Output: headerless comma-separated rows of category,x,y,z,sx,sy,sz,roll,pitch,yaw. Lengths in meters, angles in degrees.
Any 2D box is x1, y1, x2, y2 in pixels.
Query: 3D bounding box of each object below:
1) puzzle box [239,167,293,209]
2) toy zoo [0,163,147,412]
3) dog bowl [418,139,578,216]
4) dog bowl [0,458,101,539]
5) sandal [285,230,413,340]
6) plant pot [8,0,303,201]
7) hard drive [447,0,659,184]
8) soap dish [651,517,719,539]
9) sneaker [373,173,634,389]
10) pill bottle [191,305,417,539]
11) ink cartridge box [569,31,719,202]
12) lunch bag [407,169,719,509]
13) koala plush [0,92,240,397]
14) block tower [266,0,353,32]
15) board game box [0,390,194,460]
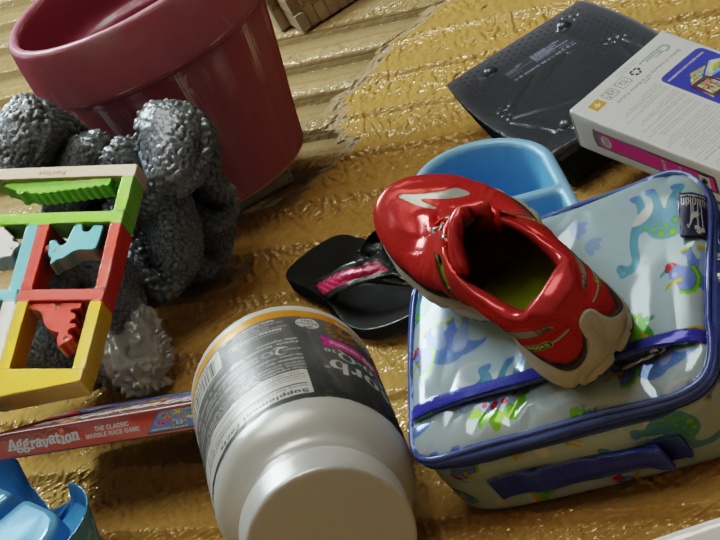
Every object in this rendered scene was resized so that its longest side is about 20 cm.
puzzle box,-0.130,-0.084,1.986,0.133,0.025,0.200,-29,24,1
toy zoo,-0.224,0.019,1.644,0.131,0.020,0.201,-2,58,21
dog bowl,0.091,-0.022,1.549,0.111,0.050,0.200,-15,30,-2
dog bowl,-0.230,0.179,1.556,0.111,0.050,0.200,-40,26,-23
sandal,0.000,0.000,1.654,0.075,0.045,0.200,-36,25,-18
plant pot,-0.138,-0.145,1.864,0.199,0.179,0.200,-23,25,11
hard drive,0.151,-0.125,1.735,0.135,0.042,0.200,-33,25,-6
soap dish,0.125,0.206,1.074,0.157,0.081,0.200,-22,26,17
sneaker,0.068,-0.014,1.320,0.077,0.085,0.200,-50,42,-6
pill bottle,-0.031,0.108,1.395,0.116,0.117,0.200,-28,25,2
ink cartridge box,0.234,-0.090,1.554,0.095,0.037,0.200,-40,39,-22
lunch bag,0.123,0.043,1.357,0.199,0.082,0.161,-16,50,29
koala plush,-0.183,0.005,1.748,0.177,0.184,0.201,2,55,23
block tower,0.003,-0.285,2.196,0.200,0.054,0.058,-33,24,-7
board game box,-0.131,0.093,1.582,0.199,0.020,0.103,-11,3,28
